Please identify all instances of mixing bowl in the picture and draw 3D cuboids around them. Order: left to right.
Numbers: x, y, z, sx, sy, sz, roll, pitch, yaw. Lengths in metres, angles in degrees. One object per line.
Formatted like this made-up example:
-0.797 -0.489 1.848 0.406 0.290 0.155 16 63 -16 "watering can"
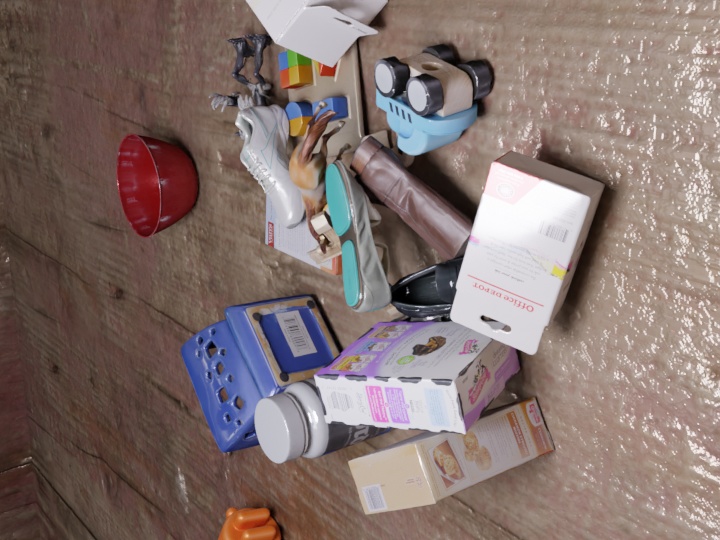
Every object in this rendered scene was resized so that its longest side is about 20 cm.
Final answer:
-0.384 -0.169 1.799 0.200 0.108 0.201 19 114 50 "mixing bowl"

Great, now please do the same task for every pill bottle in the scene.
-0.048 0.209 1.367 0.114 0.199 0.114 21 117 50 "pill bottle"

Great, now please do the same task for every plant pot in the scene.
-0.144 0.151 1.495 0.180 0.199 0.201 -46 63 42 "plant pot"

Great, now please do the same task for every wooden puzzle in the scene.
-0.066 -0.269 1.383 0.185 0.046 0.201 -1 99 54 "wooden puzzle"

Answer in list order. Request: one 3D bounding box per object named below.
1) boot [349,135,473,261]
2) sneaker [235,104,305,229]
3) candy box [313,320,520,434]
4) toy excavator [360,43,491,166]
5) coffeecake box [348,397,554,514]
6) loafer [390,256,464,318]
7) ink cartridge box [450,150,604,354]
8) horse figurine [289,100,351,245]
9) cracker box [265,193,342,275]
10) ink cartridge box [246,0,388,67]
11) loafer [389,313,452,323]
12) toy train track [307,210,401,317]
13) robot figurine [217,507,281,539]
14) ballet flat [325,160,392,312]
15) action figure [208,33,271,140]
0.067 -0.066 1.230 0.200 0.064 0.187 39 161 9 "boot"
-0.140 -0.155 1.401 0.070 0.080 0.201 -31 71 47 "sneaker"
0.072 0.126 1.151 0.199 0.168 0.072 -2 110 35 "candy box"
0.066 -0.186 1.195 0.194 0.100 0.201 39 139 42 "toy excavator"
0.112 0.230 1.152 0.153 0.199 0.073 -31 76 54 "coffeecake box"
0.120 0.020 1.160 0.200 0.070 0.068 -17 71 38 "loafer"
0.184 -0.019 1.049 0.116 0.067 0.201 24 117 19 "ink cartridge box"
-0.055 -0.137 1.247 0.050 0.133 0.200 20 158 15 "horse figurine"
-0.072 -0.085 1.436 0.200 0.057 0.135 24 117 48 "cracker box"
-0.072 -0.383 1.257 0.125 0.128 0.200 -46 60 25 "ink cartridge box"
0.082 0.086 1.268 0.200 0.063 0.072 -25 80 54 "loafer"
0.000 0.000 1.279 0.114 0.033 0.200 -25 122 30 "toy train track"
-0.220 0.534 1.779 0.143 0.117 0.201 32 129 11 "robot figurine"
0.001 -0.045 1.197 0.067 0.063 0.201 -31 66 61 "ballet flat"
-0.183 -0.275 1.498 0.118 0.102 0.201 5 103 42 "action figure"
